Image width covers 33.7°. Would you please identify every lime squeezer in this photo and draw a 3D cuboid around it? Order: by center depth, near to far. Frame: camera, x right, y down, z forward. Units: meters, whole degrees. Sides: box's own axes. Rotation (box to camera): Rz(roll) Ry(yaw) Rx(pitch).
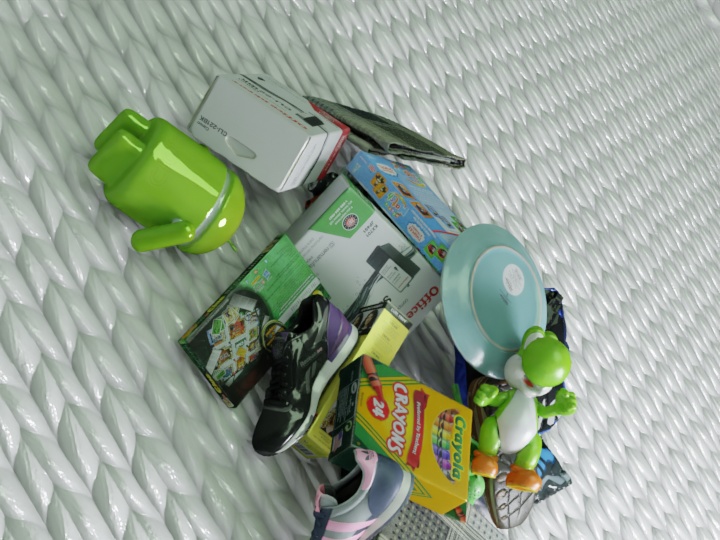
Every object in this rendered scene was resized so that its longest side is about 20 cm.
[{"bbox_3d":[0.141,0.251,1.539,0.071,0.037,0.203,-30,115,-82],"label":"lime squeezer"}]

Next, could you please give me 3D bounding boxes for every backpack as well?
[{"bbox_3d":[0.208,0.130,1.666,0.168,0.160,0.203,152,-68,-87],"label":"backpack"}]

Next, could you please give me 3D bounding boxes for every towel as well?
[{"bbox_3d":[0.086,0.335,1.403,0.200,0.034,0.193,46,41,-19],"label":"towel"},{"bbox_3d":[0.032,-0.195,1.736,0.199,0.035,0.191,33,17,38],"label":"towel"}]

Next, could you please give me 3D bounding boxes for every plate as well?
[{"bbox_3d":[0.180,0.037,1.526,0.198,0.025,0.203,11,73,-39],"label":"plate"}]

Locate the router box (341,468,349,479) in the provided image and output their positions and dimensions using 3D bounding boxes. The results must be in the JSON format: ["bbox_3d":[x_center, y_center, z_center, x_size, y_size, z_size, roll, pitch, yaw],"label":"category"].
[{"bbox_3d":[0.049,0.278,1.482,0.149,0.062,0.202,30,45,-33],"label":"router box"}]

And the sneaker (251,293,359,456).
[{"bbox_3d":[-0.085,0.118,1.396,0.088,0.075,0.201,50,56,-32],"label":"sneaker"}]

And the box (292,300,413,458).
[{"bbox_3d":[-0.015,0.133,1.446,0.050,0.075,0.201,41,65,-18],"label":"box"}]

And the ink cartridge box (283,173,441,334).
[{"bbox_3d":[0.000,0.000,1.541,0.200,0.147,0.083,42,5,-19],"label":"ink cartridge box"}]

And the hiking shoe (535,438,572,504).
[{"bbox_3d":[0.222,0.290,1.674,0.199,0.074,0.087,0,57,-59],"label":"hiking shoe"}]

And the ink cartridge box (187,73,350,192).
[{"bbox_3d":[-0.112,-0.179,1.513,0.143,0.084,0.200,34,16,6],"label":"ink cartridge box"}]

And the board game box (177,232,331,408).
[{"bbox_3d":[-0.122,0.058,1.418,0.105,0.023,0.200,54,53,-17],"label":"board game box"}]

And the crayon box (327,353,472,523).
[{"bbox_3d":[0.062,0.197,1.385,0.199,0.051,0.128,29,46,-24],"label":"crayon box"}]

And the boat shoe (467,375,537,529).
[{"bbox_3d":[0.181,0.233,1.560,0.075,0.074,0.203,-6,93,-30],"label":"boat shoe"}]

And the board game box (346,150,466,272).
[{"bbox_3d":[0.085,-0.074,1.608,0.200,0.037,0.151,51,20,23],"label":"board game box"}]

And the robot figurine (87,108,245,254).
[{"bbox_3d":[-0.219,-0.098,1.397,0.199,0.115,0.177,36,31,-27],"label":"robot figurine"}]

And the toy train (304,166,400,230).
[{"bbox_3d":[0.005,-0.061,1.659,0.199,0.085,0.115,29,55,-33],"label":"toy train"}]

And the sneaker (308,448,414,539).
[{"bbox_3d":[-0.032,0.277,1.304,0.082,0.201,0.070,37,8,-19],"label":"sneaker"}]

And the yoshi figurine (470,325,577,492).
[{"bbox_3d":[0.203,0.162,1.451,0.112,0.111,0.202,32,71,-47],"label":"yoshi figurine"}]
